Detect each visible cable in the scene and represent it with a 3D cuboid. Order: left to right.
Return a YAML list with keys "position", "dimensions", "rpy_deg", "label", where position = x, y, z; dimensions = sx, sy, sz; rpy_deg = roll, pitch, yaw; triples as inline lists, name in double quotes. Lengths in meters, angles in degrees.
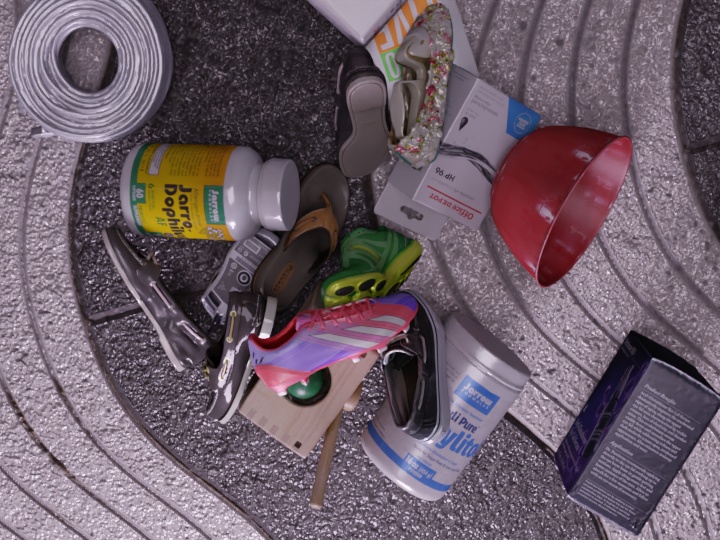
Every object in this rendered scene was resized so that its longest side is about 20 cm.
- position: [-0.328, -0.256, 1.485]
  dimensions: [0.196, 0.069, 0.204]
  rpy_deg: [1, 100, 2]
  label: "cable"

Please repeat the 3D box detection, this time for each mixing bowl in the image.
- position: [0.224, -0.095, 1.452]
  dimensions: [0.108, 0.199, 0.202]
  rpy_deg: [34, 100, 22]
  label: "mixing bowl"

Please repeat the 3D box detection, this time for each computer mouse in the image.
- position: [-0.158, 0.033, 1.547]
  dimensions: [0.109, 0.044, 0.201]
  rpy_deg: [37, 105, 0]
  label: "computer mouse"

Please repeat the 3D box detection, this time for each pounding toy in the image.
- position: [-0.051, 0.144, 1.481]
  dimensions: [0.141, 0.200, 0.185]
  rpy_deg: [35, 100, -5]
  label: "pounding toy"

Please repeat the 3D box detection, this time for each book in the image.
- position: [0.052, -0.308, 1.481]
  dimensions: [0.132, 0.048, 0.203]
  rpy_deg: [-20, 96, 2]
  label: "book"

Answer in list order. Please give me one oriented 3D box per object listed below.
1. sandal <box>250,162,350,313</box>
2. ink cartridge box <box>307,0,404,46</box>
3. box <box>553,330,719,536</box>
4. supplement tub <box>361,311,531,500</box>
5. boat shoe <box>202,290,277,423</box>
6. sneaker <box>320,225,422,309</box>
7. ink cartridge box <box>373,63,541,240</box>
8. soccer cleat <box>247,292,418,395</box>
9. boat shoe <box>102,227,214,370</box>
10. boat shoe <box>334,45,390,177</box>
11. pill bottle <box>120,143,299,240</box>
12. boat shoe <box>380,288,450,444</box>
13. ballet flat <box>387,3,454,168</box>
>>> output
- position: [-0.065, -0.037, 1.492]
  dimensions: [0.082, 0.054, 0.202]
  rpy_deg: [42, 69, -28]
  label: "sandal"
- position: [0.016, -0.374, 1.380]
  dimensions: [0.144, 0.147, 0.200]
  rpy_deg: [42, 94, -4]
  label: "ink cartridge box"
- position: [0.336, 0.195, 1.506]
  dimensions: [0.103, 0.148, 0.202]
  rpy_deg: [29, 99, -3]
  label: "box"
- position: [0.104, 0.169, 1.516]
  dimensions: [0.131, 0.132, 0.201]
  rpy_deg: [35, 100, -4]
  label: "supplement tub"
- position: [-0.157, 0.103, 1.483]
  dimensions: [0.060, 0.072, 0.203]
  rpy_deg: [16, 126, -13]
  label: "boat shoe"
- position: [0.000, 0.000, 1.469]
  dimensions: [0.083, 0.199, 0.075]
  rpy_deg: [34, 120, 15]
  label: "sneaker"
- position: [0.115, -0.128, 1.471]
  dimensions: [0.115, 0.068, 0.202]
  rpy_deg: [22, 102, -35]
  label: "ink cartridge box"
- position: [-0.030, 0.067, 1.373]
  dimensions: [0.198, 0.067, 0.077]
  rpy_deg: [-27, 109, -2]
  label: "soccer cleat"
- position: [-0.244, 0.026, 1.493]
  dimensions: [0.056, 0.067, 0.202]
  rpy_deg: [-29, 109, -5]
  label: "boat shoe"
- position: [0.002, -0.185, 1.452]
  dimensions: [0.066, 0.201, 0.058]
  rpy_deg: [-9, 62, -7]
  label: "boat shoe"
- position: [-0.177, -0.093, 1.469]
  dimensions: [0.196, 0.113, 0.115]
  rpy_deg: [3, 101, 14]
  label: "pill bottle"
- position: [0.059, 0.103, 1.443]
  dimensions: [0.072, 0.202, 0.071]
  rpy_deg: [-33, 141, 28]
  label: "boat shoe"
- position: [0.067, -0.219, 1.410]
  dimensions: [0.063, 0.075, 0.204]
  rpy_deg: [14, 74, -36]
  label: "ballet flat"
